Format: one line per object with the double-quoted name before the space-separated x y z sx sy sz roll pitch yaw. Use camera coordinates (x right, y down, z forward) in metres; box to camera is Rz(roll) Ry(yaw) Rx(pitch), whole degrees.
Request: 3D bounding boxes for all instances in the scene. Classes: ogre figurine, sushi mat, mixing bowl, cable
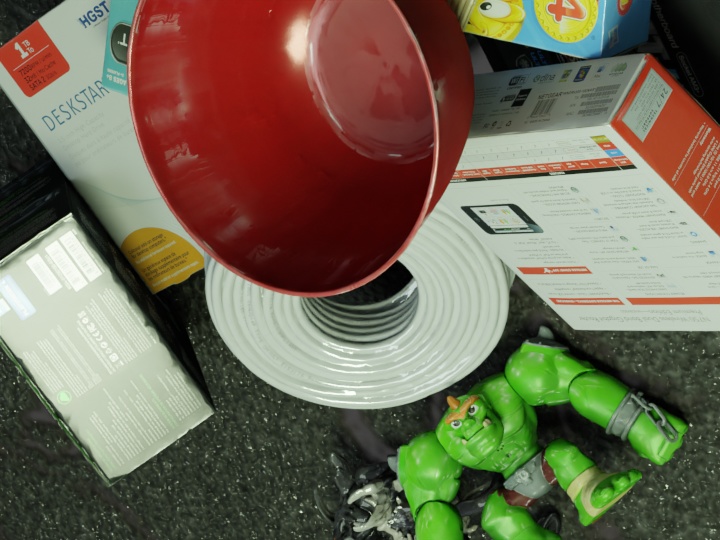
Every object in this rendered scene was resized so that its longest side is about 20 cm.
"ogre figurine" 0.100 0.127 1.520 0.120 0.098 0.200 52 122 13
"sushi mat" 0.012 -0.135 1.283 0.095 0.012 0.201 37 125 21
"mixing bowl" -0.015 -0.096 1.239 0.199 0.108 0.202 13 114 32
"cable" 0.000 0.000 1.482 0.199 0.069 0.201 -12 128 12

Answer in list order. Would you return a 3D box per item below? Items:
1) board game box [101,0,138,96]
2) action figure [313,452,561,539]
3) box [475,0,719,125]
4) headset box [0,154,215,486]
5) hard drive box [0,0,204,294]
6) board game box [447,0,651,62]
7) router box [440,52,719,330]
"board game box" -0.081 -0.191 1.398 0.150 0.047 0.202 21 109 41
"action figure" 0.035 0.184 1.639 0.199 0.102 0.119 -8 118 39
"box" 0.162 -0.133 1.321 0.198 0.050 0.201 -9 116 45
"headset box" -0.194 0.027 1.635 0.175 0.092 0.200 56 -179 -20
"hard drive box" -0.135 -0.103 1.570 0.156 0.077 0.201 -27 102 47
"board game box" 0.065 -0.230 1.255 0.195 0.056 0.201 16 115 31
"router box" 0.136 -0.037 1.295 0.179 0.049 0.199 42 157 -27
